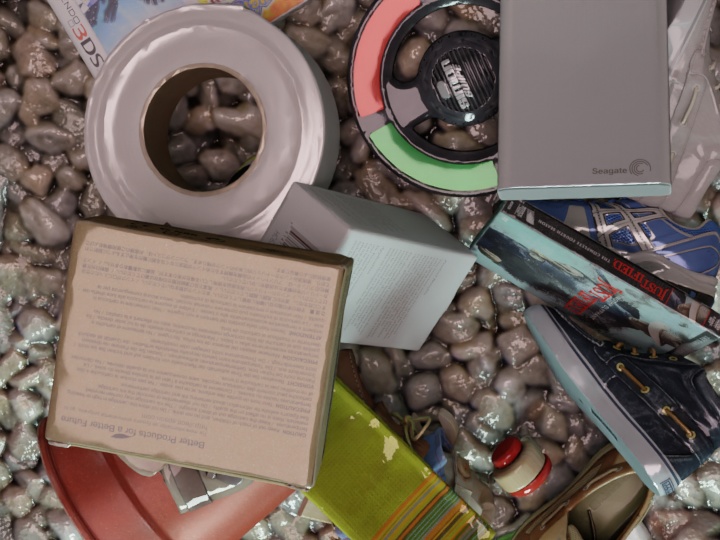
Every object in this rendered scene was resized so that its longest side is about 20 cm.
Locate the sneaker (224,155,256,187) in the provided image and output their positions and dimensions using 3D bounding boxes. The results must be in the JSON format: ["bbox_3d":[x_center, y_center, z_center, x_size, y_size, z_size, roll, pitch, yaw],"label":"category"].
[{"bbox_3d":[-0.123,-0.017,1.278,0.071,0.083,0.201,28,104,1],"label":"sneaker"}]

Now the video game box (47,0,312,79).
[{"bbox_3d":[-0.168,-0.257,1.254,0.199,0.047,0.183,-30,99,12],"label":"video game box"}]

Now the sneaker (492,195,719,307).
[{"bbox_3d":[0.208,-0.030,1.248,0.199,0.076,0.077,20,77,5],"label":"sneaker"}]

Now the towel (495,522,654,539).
[{"bbox_3d":[0.216,0.305,1.334,0.149,0.031,0.201,-28,95,10],"label":"towel"}]

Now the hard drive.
[{"bbox_3d":[0.174,-0.154,1.156,0.131,0.027,0.201,-1,71,11],"label":"hard drive"}]

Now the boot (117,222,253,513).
[{"bbox_3d":[-0.140,0.084,1.145,0.146,0.070,0.200,-39,97,-2],"label":"boot"}]

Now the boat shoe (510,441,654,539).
[{"bbox_3d":[0.184,0.229,1.272,0.075,0.074,0.201,35,101,1],"label":"boat shoe"}]

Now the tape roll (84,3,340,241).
[{"bbox_3d":[-0.119,-0.112,1.200,0.201,0.071,0.204,0,90,10],"label":"tape roll"}]

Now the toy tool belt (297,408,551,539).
[{"bbox_3d":[0.053,0.186,1.279,0.200,0.125,0.123,-40,103,13],"label":"toy tool belt"}]

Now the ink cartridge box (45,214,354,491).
[{"bbox_3d":[-0.115,0.056,1.076,0.198,0.075,0.166,10,97,3],"label":"ink cartridge box"}]

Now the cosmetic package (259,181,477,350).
[{"bbox_3d":[0.000,0.000,1.203,0.071,0.200,0.102,40,105,31],"label":"cosmetic package"}]

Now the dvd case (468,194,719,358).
[{"bbox_3d":[0.189,0.012,1.217,0.199,0.146,0.022,29,75,0],"label":"dvd case"}]

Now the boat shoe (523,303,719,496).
[{"bbox_3d":[0.225,0.089,1.241,0.091,0.071,0.201,-35,62,-5],"label":"boat shoe"}]

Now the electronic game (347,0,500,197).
[{"bbox_3d":[0.087,-0.161,1.241,0.198,0.042,0.202,2,102,7],"label":"electronic game"}]

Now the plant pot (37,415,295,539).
[{"bbox_3d":[-0.137,0.152,1.269,0.195,0.201,0.201,-36,95,5],"label":"plant pot"}]

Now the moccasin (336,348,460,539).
[{"bbox_3d":[0.029,0.155,1.205,0.077,0.074,0.202,-25,76,-5],"label":"moccasin"}]

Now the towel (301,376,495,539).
[{"bbox_3d":[0.011,0.168,1.149,0.200,0.018,0.086,45,75,-9],"label":"towel"}]

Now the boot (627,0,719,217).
[{"bbox_3d":[0.268,-0.145,1.204,0.095,0.074,0.201,22,95,-8],"label":"boot"}]
